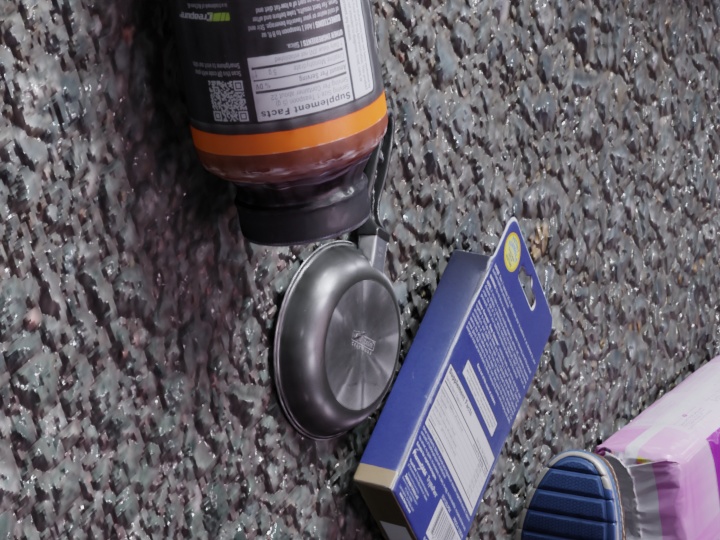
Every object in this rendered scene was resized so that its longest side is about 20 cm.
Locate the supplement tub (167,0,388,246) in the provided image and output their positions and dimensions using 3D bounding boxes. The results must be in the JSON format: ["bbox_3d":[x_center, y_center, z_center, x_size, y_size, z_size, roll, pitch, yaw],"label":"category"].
[{"bbox_3d":[-0.044,-0.118,1.303,0.107,0.106,0.202,-33,121,-49],"label":"supplement tub"}]

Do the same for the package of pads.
[{"bbox_3d":[0.240,0.146,1.778,0.200,0.075,0.121,-30,119,-51],"label":"package of pads"}]

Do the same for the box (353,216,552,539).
[{"bbox_3d":[0.060,0.077,1.528,0.201,0.032,0.121,-64,150,-27],"label":"box"}]

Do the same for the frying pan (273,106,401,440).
[{"bbox_3d":[0.006,0.012,1.463,0.191,0.031,0.115,-60,140,-29],"label":"frying pan"}]

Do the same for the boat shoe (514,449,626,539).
[{"bbox_3d":[0.145,0.206,1.658,0.072,0.072,0.202,-26,125,-57],"label":"boat shoe"}]
